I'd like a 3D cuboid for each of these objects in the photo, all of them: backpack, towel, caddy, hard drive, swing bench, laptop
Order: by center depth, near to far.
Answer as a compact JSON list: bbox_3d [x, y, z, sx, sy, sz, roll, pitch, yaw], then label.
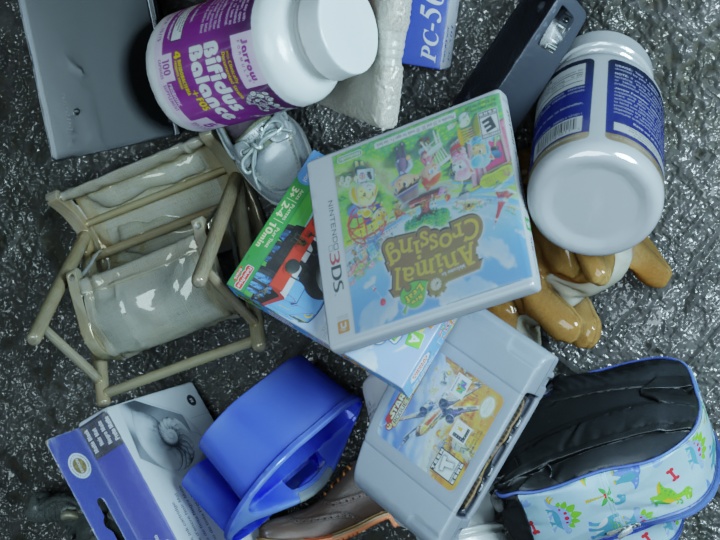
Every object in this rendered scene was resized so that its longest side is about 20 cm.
[{"bbox_3d":[0.133,-0.175,1.413,0.042,0.135,0.201,30,108,-12],"label":"hard drive"},{"bbox_3d":[0.229,0.175,1.427,0.198,0.184,0.148,-18,118,15],"label":"backpack"},{"bbox_3d":[-0.008,-0.209,1.430,0.034,0.200,0.134,-1,106,-26],"label":"towel"},{"bbox_3d":[-0.241,-0.210,1.463,0.114,0.200,0.190,-11,97,-2],"label":"laptop"},{"bbox_3d":[-0.078,0.178,1.508,0.105,0.200,0.142,40,135,14],"label":"caddy"},{"bbox_3d":[-0.202,-0.004,1.528,0.197,0.202,0.130,-19,137,20],"label":"swing bench"}]

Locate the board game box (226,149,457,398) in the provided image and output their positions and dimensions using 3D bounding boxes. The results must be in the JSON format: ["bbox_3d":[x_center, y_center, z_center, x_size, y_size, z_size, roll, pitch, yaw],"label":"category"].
[{"bbox_3d":[0.000,0.000,1.403,0.199,0.037,0.152,29,79,22],"label":"board game box"}]

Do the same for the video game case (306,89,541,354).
[{"bbox_3d":[0.050,-0.041,1.344,0.198,0.022,0.184,-19,66,25],"label":"video game case"}]

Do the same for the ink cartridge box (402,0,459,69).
[{"bbox_3d":[0.050,-0.296,1.457,0.093,0.044,0.203,10,103,16],"label":"ink cartridge box"}]

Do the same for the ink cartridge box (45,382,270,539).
[{"bbox_3d":[-0.187,0.218,1.526,0.040,0.199,0.201,-37,80,31],"label":"ink cartridge box"}]

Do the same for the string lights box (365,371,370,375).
[{"bbox_3d":[0.021,-0.012,1.510,0.102,0.059,0.202,-19,94,19],"label":"string lights box"}]

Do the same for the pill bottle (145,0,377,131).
[{"bbox_3d":[-0.086,-0.194,1.374,0.198,0.112,0.114,-10,98,38],"label":"pill bottle"}]

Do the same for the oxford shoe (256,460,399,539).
[{"bbox_3d":[-0.013,0.228,1.550,0.198,0.071,0.074,-15,89,-5],"label":"oxford shoe"}]

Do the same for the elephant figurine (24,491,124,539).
[{"bbox_3d":[-0.245,0.279,1.623,0.141,0.156,0.199,29,127,-35],"label":"elephant figurine"}]

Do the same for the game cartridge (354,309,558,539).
[{"bbox_3d":[0.077,0.132,1.383,0.133,0.041,0.201,33,96,35],"label":"game cartridge"}]

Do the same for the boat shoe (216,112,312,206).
[{"bbox_3d":[-0.111,-0.150,1.495,0.074,0.065,0.203,-32,72,14],"label":"boat shoe"}]

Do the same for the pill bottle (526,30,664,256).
[{"bbox_3d":[0.207,-0.116,1.353,0.114,0.201,0.117,6,131,7],"label":"pill bottle"}]

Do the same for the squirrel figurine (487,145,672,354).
[{"bbox_3d":[0.151,-0.006,1.453,0.187,0.141,0.201,-43,72,29],"label":"squirrel figurine"}]

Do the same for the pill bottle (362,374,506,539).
[{"bbox_3d":[0.077,0.188,1.470,0.113,0.114,0.202,-19,72,19],"label":"pill bottle"}]
